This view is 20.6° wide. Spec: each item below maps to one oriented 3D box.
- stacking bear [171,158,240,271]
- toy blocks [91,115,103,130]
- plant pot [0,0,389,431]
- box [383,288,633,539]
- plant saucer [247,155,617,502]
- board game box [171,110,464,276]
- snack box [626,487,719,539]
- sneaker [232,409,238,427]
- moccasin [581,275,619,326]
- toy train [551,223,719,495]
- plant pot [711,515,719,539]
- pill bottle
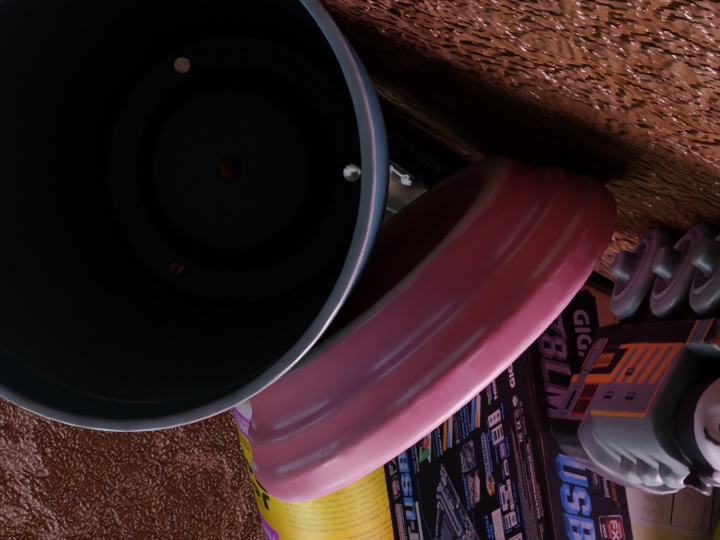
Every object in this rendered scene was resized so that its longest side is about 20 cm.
[{"bbox_3d":[-0.070,-0.025,1.228,0.200,0.114,0.122,16,-132,-62],"label":"stacking bear"},{"bbox_3d":[-0.177,-0.122,1.028,0.200,0.100,0.137,38,-173,18],"label":"toy blocks"},{"bbox_3d":[-0.074,-0.042,0.841,0.200,0.200,0.188,26,-173,9],"label":"plant pot"},{"bbox_3d":[0.073,0.134,1.018,0.050,0.200,0.199,0,159,-20],"label":"box"},{"bbox_3d":[0.022,0.016,0.871,0.051,0.200,0.200,50,168,-10],"label":"plant saucer"},{"bbox_3d":[0.000,0.000,1.048,0.135,0.028,0.200,33,141,-17],"label":"board game box"},{"bbox_3d":[0.148,0.174,1.096,0.116,0.200,0.037,17,166,-40],"label":"snack box"},{"bbox_3d":[-0.042,0.041,1.357,0.081,0.200,0.074,24,136,-30],"label":"sneaker"},{"bbox_3d":[0.051,0.008,1.116,0.201,0.078,0.074,28,172,-4],"label":"moccasin"},{"bbox_3d":[0.149,0.043,0.862,0.085,0.114,0.200,28,173,-9],"label":"toy train"},{"bbox_3d":[0.288,0.209,1.071,0.181,0.199,0.200,5,159,47],"label":"plant pot"},{"bbox_3d":[-0.017,0.124,1.238,0.104,0.104,0.200,23,139,35],"label":"pill bottle"}]
